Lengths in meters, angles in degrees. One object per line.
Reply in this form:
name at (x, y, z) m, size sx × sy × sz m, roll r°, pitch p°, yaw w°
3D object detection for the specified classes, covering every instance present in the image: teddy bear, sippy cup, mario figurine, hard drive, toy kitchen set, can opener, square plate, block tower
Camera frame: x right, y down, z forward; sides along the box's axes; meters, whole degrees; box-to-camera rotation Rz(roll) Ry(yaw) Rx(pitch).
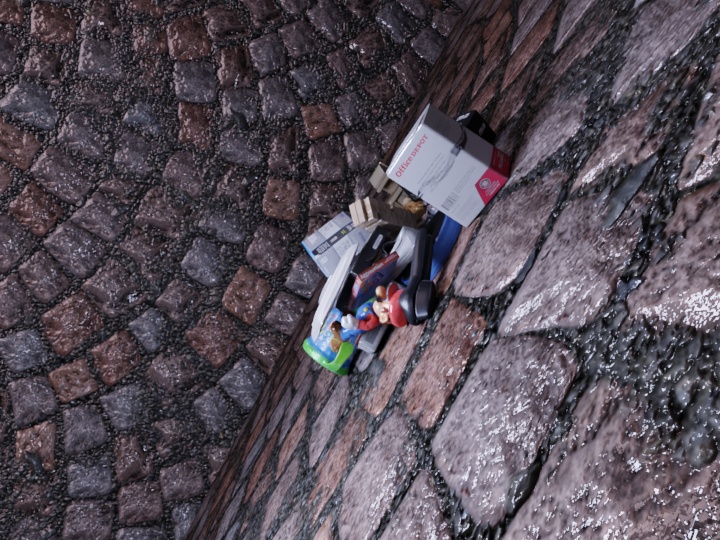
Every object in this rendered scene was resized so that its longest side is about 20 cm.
teddy bear at (0.083, -0.134, 1.727) m, size 0.199 × 0.144 × 0.068 m, roll -37°, pitch 59°, yaw 26°
sippy cup at (-0.057, 0.169, 1.634) m, size 0.132 × 0.177 × 0.139 m, roll -57°, pitch -37°, yaw 4°
mario figurine at (0.023, 0.075, 1.380) m, size 0.197 × 0.105 × 0.126 m, roll -26°, pitch 44°, yaw 34°
hard drive at (0.000, 0.000, 1.507) m, size 0.141 × 0.037 × 0.201 m, roll -60°, pitch -3°, yaw -28°
toy kitchen set at (0.100, -0.217, 1.881) m, size 0.201 × 0.161 × 0.182 m, roll -55°, pitch 9°, yaw 34°
can opener at (0.120, 0.013, 1.278) m, size 0.077 × 0.064 × 0.204 m, roll -6°, pitch 56°, yaw 24°
square plate at (-0.064, 0.053, 1.471) m, size 0.199 × 0.028 × 0.204 m, roll 117°, pitch 178°, yaw -70°
block tower at (0.061, -0.116, 1.510) m, size 0.053 × 0.197 × 0.059 m, roll -27°, pitch 67°, yaw 35°

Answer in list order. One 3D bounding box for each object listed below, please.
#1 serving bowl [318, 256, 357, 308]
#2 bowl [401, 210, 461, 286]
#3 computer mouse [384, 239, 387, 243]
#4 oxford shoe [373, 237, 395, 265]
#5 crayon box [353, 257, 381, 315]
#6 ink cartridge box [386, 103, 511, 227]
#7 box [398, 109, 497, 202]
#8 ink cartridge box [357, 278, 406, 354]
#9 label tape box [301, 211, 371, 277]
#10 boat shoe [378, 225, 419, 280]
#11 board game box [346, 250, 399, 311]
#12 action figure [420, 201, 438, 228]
serving bowl at (-0.029, 0.020, 1.698) m, size 0.202 × 0.065 × 0.200 m, roll -56°, pitch -8°, yaw -11°
bowl at (0.152, -0.049, 1.415) m, size 0.203 × 0.039 × 0.201 m, roll -59°, pitch 8°, yaw 13°
computer mouse at (0.044, -0.121, 1.819) m, size 0.137 × 0.053 × 0.200 m, roll -37°, pitch -28°, yaw 8°
oxford shoe at (0.096, -0.044, 1.724) m, size 0.200 × 0.069 × 0.076 m, roll 131°, pitch 141°, yaw -53°
crayon box at (0.038, 0.036, 1.680) m, size 0.202 × 0.058 × 0.119 m, roll -57°, pitch -2°, yaw 38°
ink cartridge box at (0.169, -0.202, 1.261) m, size 0.146 × 0.197 × 0.084 m, roll -51°, pitch 11°, yaw 44°
box at (0.191, -0.259, 1.496) m, size 0.198 × 0.086 × 0.166 m, roll -5°, pitch 49°, yaw 59°
ink cartridge box at (0.047, 0.119, 1.537) m, size 0.165 × 0.049 × 0.200 m, roll -63°, pitch -7°, yaw -11°
label tape box at (-0.037, -0.087, 1.611) m, size 0.199 × 0.067 × 0.143 m, roll -39°, pitch 26°, yaw -4°
boat shoe at (0.077, -0.038, 1.457) m, size 0.073 × 0.067 × 0.200 m, roll -64°, pitch 8°, yaw -25°
board game box at (0.024, 0.028, 1.422) m, size 0.102 × 0.020 × 0.201 m, roll -35°, pitch -13°, yaw -19°
action figure at (0.179, -0.176, 1.596) m, size 0.131 × 0.069 × 0.201 m, roll -50°, pitch 25°, yaw 19°
